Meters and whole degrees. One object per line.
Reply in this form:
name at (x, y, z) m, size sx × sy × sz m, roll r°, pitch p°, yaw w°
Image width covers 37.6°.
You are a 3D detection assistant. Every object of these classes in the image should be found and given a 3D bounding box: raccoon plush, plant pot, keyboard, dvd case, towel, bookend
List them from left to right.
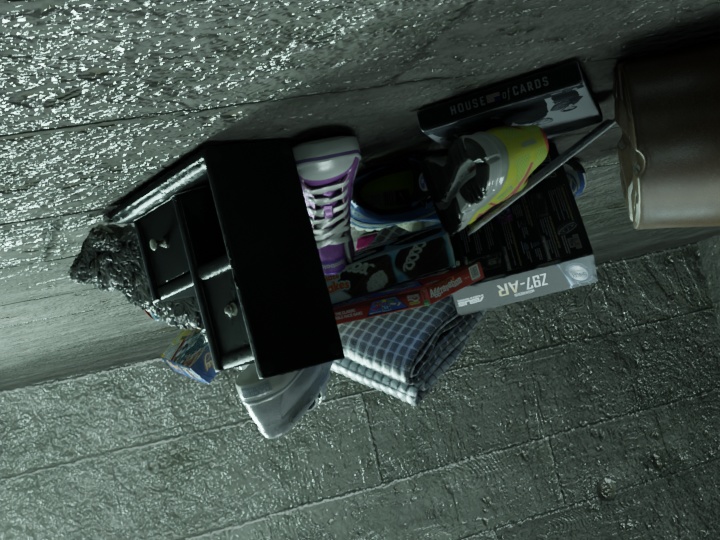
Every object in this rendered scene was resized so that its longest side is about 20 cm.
raccoon plush at (-0.198, 0.016, 1.062) m, size 0.199 × 0.097 × 0.133 m, roll 33°, pitch -164°, yaw 37°
bookend at (-0.129, 0.008, 0.974) m, size 0.092 × 0.201 × 0.199 m, roll -11°, pitch 174°, yaw -39°
towel at (0.049, 0.043, 1.229) m, size 0.165 × 0.086 × 0.200 m, roll 17°, pitch -127°, yaw 36°
dvd case at (0.149, -0.147, 1.013) m, size 0.149 × 0.025 × 0.200 m, roll -16°, pitch 174°, yaw 16°
keyboard at (0.188, -0.099, 1.054) m, size 0.199 × 0.011 × 0.056 m, roll -37°, pitch -177°, yaw -13°
plant pot at (0.332, -0.122, 0.935) m, size 0.196 × 0.202 × 0.200 m, roll -7°, pitch 175°, yaw 10°

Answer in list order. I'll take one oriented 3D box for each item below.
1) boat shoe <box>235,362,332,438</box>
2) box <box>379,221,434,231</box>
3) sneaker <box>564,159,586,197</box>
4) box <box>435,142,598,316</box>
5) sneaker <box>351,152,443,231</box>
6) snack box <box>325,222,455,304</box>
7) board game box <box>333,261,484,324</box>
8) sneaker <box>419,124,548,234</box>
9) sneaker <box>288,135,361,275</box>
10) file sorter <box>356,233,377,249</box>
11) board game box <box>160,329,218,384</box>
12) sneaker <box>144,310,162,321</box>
boat shoe at (-0.061, 0.106, 1.042) m, size 0.071 × 0.069 × 0.200 m, roll -16°, pitch -171°, yaw 12°
box at (0.116, -0.072, 1.389) m, size 0.082 × 0.069 × 0.199 m, roll -18°, pitch 173°, yaw 43°
sneaker at (0.241, -0.100, 1.369) m, size 0.075 × 0.078 × 0.199 m, roll -20°, pitch 173°, yaw 33°
box at (0.167, -0.051, 1.198) m, size 0.159 × 0.201 × 0.044 m, roll -15°, pitch 132°, yaw 7°
sneaker at (0.077, -0.086, 1.144) m, size 0.198 × 0.079 × 0.089 m, roll -13°, pitch 176°, yaw -6°
snack box at (0.000, 0.000, 1.114) m, size 0.198 × 0.037 × 0.116 m, roll -18°, pitch -173°, yaw 6°
board game box at (0.017, 0.030, 1.070) m, size 0.199 × 0.020 × 0.103 m, roll -14°, pitch -176°, yaw 39°
sneaker at (0.120, -0.090, 1.006) m, size 0.090 × 0.079 × 0.200 m, roll -23°, pitch -179°, yaw -14°
sneaker at (-0.028, -0.058, 1.014) m, size 0.072 × 0.115 × 0.201 m, roll -11°, pitch 172°, yaw -4°
file sorter at (0.105, -0.005, 1.565) m, size 0.198 × 0.127 × 0.139 m, roll -14°, pitch -172°, yaw 2°
board game box at (-0.169, 0.055, 1.395) m, size 0.200 × 0.035 × 0.135 m, roll -51°, pitch -158°, yaw -16°
sneaker at (-0.193, 0.016, 1.377) m, size 0.198 × 0.096 × 0.079 m, roll -15°, pitch 174°, yaw 17°
